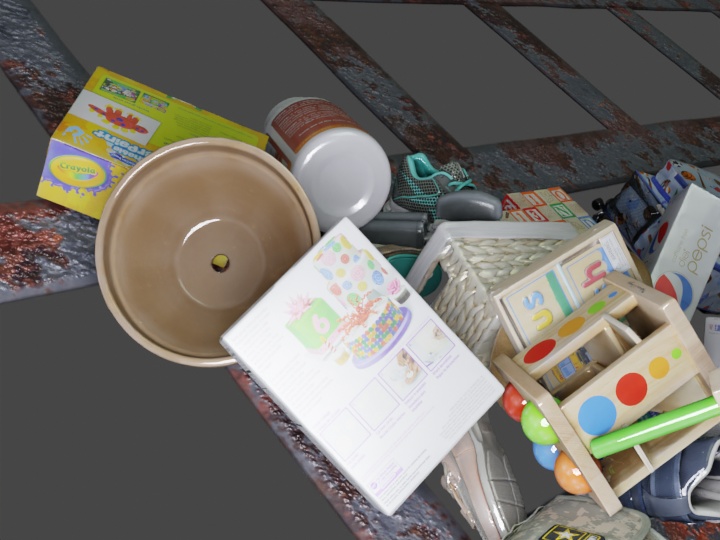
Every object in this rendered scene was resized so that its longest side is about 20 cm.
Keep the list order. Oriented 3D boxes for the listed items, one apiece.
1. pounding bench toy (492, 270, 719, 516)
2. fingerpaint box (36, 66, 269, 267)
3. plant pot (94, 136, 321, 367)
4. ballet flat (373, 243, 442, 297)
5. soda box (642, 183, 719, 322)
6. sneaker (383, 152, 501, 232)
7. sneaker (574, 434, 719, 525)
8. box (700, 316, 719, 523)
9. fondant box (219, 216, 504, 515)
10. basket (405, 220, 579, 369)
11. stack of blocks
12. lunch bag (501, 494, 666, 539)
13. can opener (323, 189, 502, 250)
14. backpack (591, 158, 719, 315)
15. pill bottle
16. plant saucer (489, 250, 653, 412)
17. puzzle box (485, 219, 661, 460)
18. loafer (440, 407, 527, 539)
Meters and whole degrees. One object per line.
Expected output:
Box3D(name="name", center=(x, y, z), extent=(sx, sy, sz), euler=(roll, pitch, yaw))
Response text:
Box3D(name="pounding bench toy", center=(0.214, 0.112, 0.872), extent=(0.125, 0.155, 0.200), euler=(55, -2, -14))
Box3D(name="fingerpaint box", center=(-0.207, -0.108, 1.094), extent=(0.198, 0.074, 0.168), euler=(21, 33, -10))
Box3D(name="plant pot", center=(-0.132, -0.011, 0.967), extent=(0.199, 0.202, 0.093), euler=(31, -7, 5))
Box3D(name="ballet flat", center=(0.000, 0.000, 1.113), extent=(0.198, 0.069, 0.067), euler=(-6, 32, -42))
Box3D(name="soda box", center=(0.374, 0.003, 1.273), extent=(0.067, 0.064, 0.202), euler=(28, 77, 0))
Box3D(name="sneaker", center=(0.107, -0.075, 1.215), extent=(0.199, 0.093, 0.077), euler=(25, 27, 35))
Box3D(name="sneaker", center=(0.306, 0.174, 1.021), extent=(0.202, 0.145, 0.078), euler=(-42, 110, -50))
Box3D(name="box", center=(0.399, 0.150, 1.093), extent=(0.143, 0.203, 0.036), euler=(2, 4, -39))
Box3D(name="fondant box", center=(0.001, 0.079, 0.892), extent=(0.200, 0.144, 0.058), euler=(47, -11, -4))
Box3D(name="basket", center=(0.154, 0.038, 1.109), extent=(0.198, 0.136, 0.124), euler=(-2, 46, -36))
Box3D(name="stack of blocks", center=(0.212, -0.037, 1.316), extent=(0.198, 0.059, 0.115), euler=(-11, 50, -44))
Box3D(name="lunch bag", center=(0.188, 0.272, 0.835), extent=(0.200, 0.118, 0.163), euler=(43, 33, 18))
Box3D(name="can opener", center=(0.058, -0.054, 1.156), extent=(0.197, 0.067, 0.053), euler=(-2, 19, 14))
Box3D(name="backpack", center=(0.439, -0.042, 1.417), extent=(0.198, 0.154, 0.192), euler=(6, 49, -34))
Box3D(name="pill bottle", center=(-0.046, -0.125, 1.170), extent=(0.111, 0.114, 0.200), euler=(12, 18, -22))
Box3D(name="plant saucer", center=(0.219, 0.074, 1.044), extent=(0.198, 0.203, 0.035), euler=(3, 27, -33))
Box3D(name="puzzle box", center=(0.215, 0.072, 0.981), extent=(0.202, 0.132, 0.025), euler=(60, -3, -14))
Box3D(name="loafer", center=(0.095, 0.170, 0.965), extent=(0.072, 0.062, 0.202), euler=(28, 39, -53))
